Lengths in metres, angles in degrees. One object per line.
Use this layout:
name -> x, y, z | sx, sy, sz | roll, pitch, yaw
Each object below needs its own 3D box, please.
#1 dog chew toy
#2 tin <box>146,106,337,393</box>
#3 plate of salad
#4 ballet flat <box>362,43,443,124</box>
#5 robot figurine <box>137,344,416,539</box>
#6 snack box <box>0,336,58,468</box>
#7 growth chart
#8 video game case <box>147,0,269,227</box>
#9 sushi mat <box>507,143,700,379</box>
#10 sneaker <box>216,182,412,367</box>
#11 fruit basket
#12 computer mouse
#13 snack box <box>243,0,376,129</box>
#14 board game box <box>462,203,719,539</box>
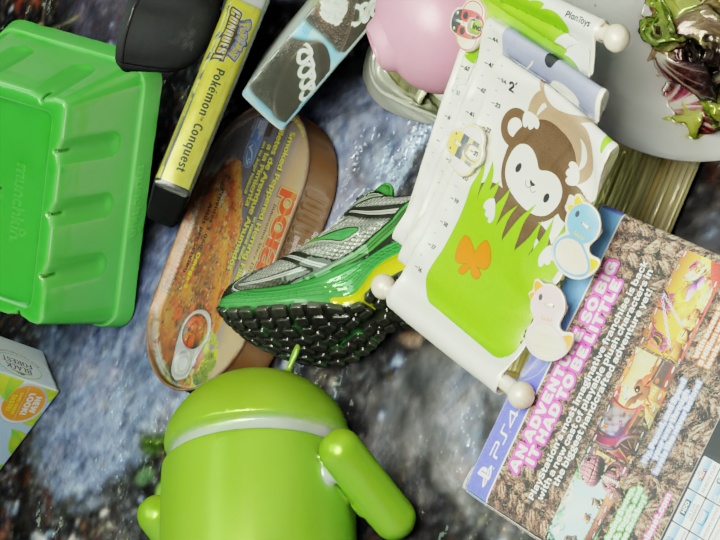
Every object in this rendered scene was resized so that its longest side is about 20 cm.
dog chew toy -> 0.098, -0.158, 0.999 | 0.198, 0.125, 0.125 | -22, 50, -3
tin -> -0.078, -0.012, 1.225 | 0.112, 0.042, 0.202 | 16, 84, 53
plate of salad -> 0.175, -0.154, 0.919 | 0.201, 0.199, 0.048 | -59, 6, 8
ballet flat -> 0.050, -0.119, 1.118 | 0.200, 0.069, 0.070 | 33, 97, 49
robot figurine -> -0.060, 0.147, 1.074 | 0.174, 0.115, 0.202 | -25, 56, 36
snack box -> -0.339, 0.096, 1.328 | 0.143, 0.199, 0.053 | -50, 43, 17
growth chart -> 0.071, -0.045, 0.918 | 0.144, 0.018, 0.202 | 27, 105, 45
video game case -> -0.095, -0.124, 1.216 | 0.200, 0.025, 0.182 | 152, 140, -81
sushi mat -> 0.136, -0.027, 1.024 | 0.095, 0.012, 0.202 | 21, 88, 51
sneaker -> 0.000, 0.000, 1.118 | 0.198, 0.078, 0.086 | -17, 51, 28
fruit basket -> -0.213, -0.074, 1.330 | 0.154, 0.215, 0.218 | 17, 84, 20
computer mouse -> -0.102, -0.201, 1.242 | 0.046, 0.200, 0.142 | 21, 106, 6
snack box -> 0.007, -0.186, 1.157 | 0.200, 0.037, 0.116 | -48, 9, 17
board game box -> 0.172, 0.084, 0.872 | 0.199, 0.096, 0.161 | 30, 95, 49
